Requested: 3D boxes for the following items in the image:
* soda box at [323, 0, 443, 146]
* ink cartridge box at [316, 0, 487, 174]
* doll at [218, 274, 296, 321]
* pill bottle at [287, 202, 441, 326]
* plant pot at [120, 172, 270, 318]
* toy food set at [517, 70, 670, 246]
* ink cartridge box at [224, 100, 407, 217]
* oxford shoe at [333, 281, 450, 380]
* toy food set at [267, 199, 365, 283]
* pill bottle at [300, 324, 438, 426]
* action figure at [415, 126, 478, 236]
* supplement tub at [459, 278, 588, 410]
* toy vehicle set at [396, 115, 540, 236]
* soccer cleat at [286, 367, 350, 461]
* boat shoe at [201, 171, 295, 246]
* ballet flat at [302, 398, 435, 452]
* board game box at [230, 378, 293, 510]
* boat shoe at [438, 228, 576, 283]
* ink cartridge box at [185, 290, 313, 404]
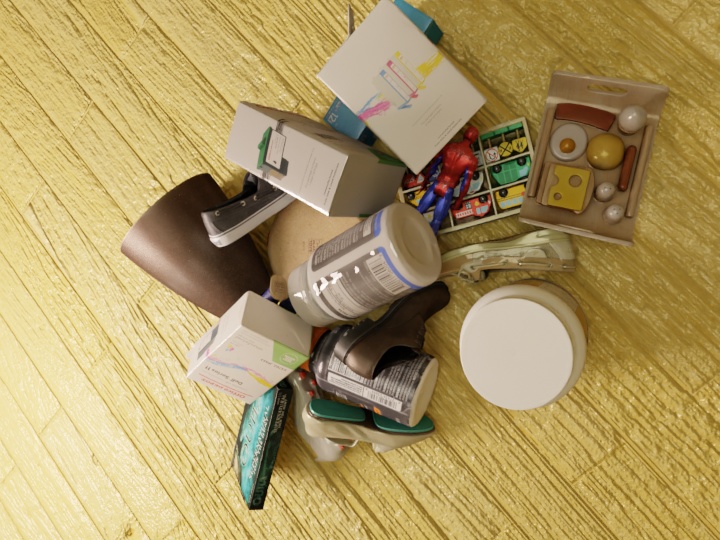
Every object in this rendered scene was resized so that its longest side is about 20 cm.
[{"bbox_3d":[0.033,-0.283,0.848,0.068,0.064,0.201,39,106,16],"label":"soda box"},{"bbox_3d":[0.042,-0.244,0.750,0.200,0.129,0.125,42,103,-9],"label":"ink cartridge box"},{"bbox_3d":[-0.154,0.085,0.900,0.200,0.136,0.049,-53,45,38],"label":"doll"},{"bbox_3d":[0.000,0.000,0.783,0.199,0.113,0.115,-27,82,36],"label":"pill bottle"},{"bbox_3d":[-0.242,-0.018,0.930,0.187,0.187,0.200,-42,92,19],"label":"plant pot"},{"bbox_3d":[0.290,-0.141,0.727,0.142,0.060,0.202,14,87,15],"label":"toy food set"},{"bbox_3d":[-0.062,-0.149,0.782,0.199,0.146,0.085,31,110,29],"label":"ink cartridge box"},{"bbox_3d":[0.064,0.086,0.798,0.084,0.199,0.073,38,148,29],"label":"oxford shoe"},{"bbox_3d":[-0.062,-0.039,0.909,0.197,0.049,0.202,-15,87,23],"label":"toy food set"},{"bbox_3d":[0.006,0.145,0.857,0.199,0.106,0.107,19,99,22],"label":"pill bottle"},{"bbox_3d":[0.109,-0.106,0.802,0.065,0.052,0.201,32,111,14],"label":"action figure"},{"bbox_3d":[0.205,0.087,0.718,0.144,0.200,0.146,1,93,23],"label":"supplement tub"},{"bbox_3d":[0.152,-0.125,0.825,0.199,0.026,0.125,-15,87,23],"label":"toy vehicle set"},{"bbox_3d":[-0.086,0.211,0.922,0.077,0.069,0.201,-31,82,29],"label":"soccer cleat"},{"bbox_3d":[-0.157,-0.117,0.874,0.070,0.200,0.067,13,136,50],"label":"boat shoe"},{"bbox_3d":[0.010,0.236,0.862,0.198,0.069,0.070,11,97,-2],"label":"ballet flat"},{"bbox_3d":[-0.163,0.256,0.932,0.135,0.028,0.202,29,107,62],"label":"board game box"},{"bbox_3d":[0.188,-0.009,0.793,0.199,0.073,0.064,-12,83,16],"label":"boat shoe"},{"bbox_3d":[-0.175,0.128,0.859,0.117,0.068,0.200,30,129,-26],"label":"ink cartridge box"}]
